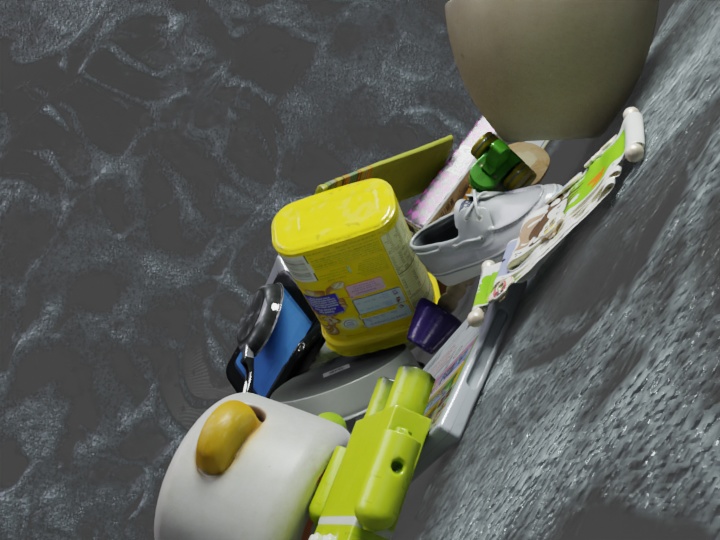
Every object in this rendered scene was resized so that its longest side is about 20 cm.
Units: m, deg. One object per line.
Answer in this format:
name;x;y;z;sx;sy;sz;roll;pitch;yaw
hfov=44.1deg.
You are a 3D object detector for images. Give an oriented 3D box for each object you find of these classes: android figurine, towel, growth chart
android figurine;0.000;0.173;0.692;0.200;0.041;0.182;-67;8;-18
towel;0.026;-0.098;1.043;0.200;0.018;0.086;-25;-28;-30
growth chart;0.160;-0.046;0.719;0.200;0.018;0.145;-49;5;19

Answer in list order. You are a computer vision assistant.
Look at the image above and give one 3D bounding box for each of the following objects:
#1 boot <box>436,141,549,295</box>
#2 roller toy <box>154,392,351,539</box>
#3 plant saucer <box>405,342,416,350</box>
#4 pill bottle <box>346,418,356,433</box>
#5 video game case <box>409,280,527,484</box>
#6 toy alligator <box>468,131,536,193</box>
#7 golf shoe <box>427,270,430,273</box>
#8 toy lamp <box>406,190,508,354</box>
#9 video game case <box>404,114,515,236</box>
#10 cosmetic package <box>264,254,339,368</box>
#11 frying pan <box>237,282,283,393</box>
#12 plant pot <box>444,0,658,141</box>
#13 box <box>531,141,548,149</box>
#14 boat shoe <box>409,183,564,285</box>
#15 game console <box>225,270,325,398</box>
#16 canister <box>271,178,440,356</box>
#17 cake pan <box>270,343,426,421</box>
boot;0.155;-0.061;1.110;0.201;0.071;0.144;-43;-22;-31
roller toy;-0.099;0.213;0.827;0.200;0.140;0.183;21;-94;-70
plant saucer;0.015;0.122;1.236;0.200;0.031;0.200;-29;-8;-4
pill bottle;-0.057;0.223;1.164;0.114;0.114;0.200;-57;-1;-5
video game case;0.066;0.115;0.778;0.182;0.022;0.200;-57;1;-41
toy alligator;0.145;-0.099;0.927;0.054;0.059;0.200;-46;-12;12
golf shoe;0.008;0.026;1.166;0.200;0.097;0.078;-23;45;50
toy lamp;0.118;0.001;0.986;0.200;0.058;0.058;-58;0;-6
video game case;0.143;-0.096;1.154;0.200;0.036;0.181;-53;-27;-11
cosmetic package;-0.022;0.050;1.356;0.200;0.165;0.165;-18;-17;-21
frying pan;-0.153;0.102;1.219;0.115;0.031;0.190;-5;62;66
plant pot;0.184;-0.193;0.857;0.200;0.200;0.135;-57;-36;-81
box;0.211;-0.181;1.354;0.200;0.097;0.176;-57;0;11
boat shoe;0.120;-0.046;0.878;0.200;0.068;0.072;-25;32;59
game console;-0.134;0.125;1.209;0.200;0.116;0.176;-60;-7;21
canister;0.000;0.000;1.004;0.200;0.148;0.087;63;-166;-48
cake pan;-0.021;0.135;1.048;0.200;0.037;0.200;-21;6;2
